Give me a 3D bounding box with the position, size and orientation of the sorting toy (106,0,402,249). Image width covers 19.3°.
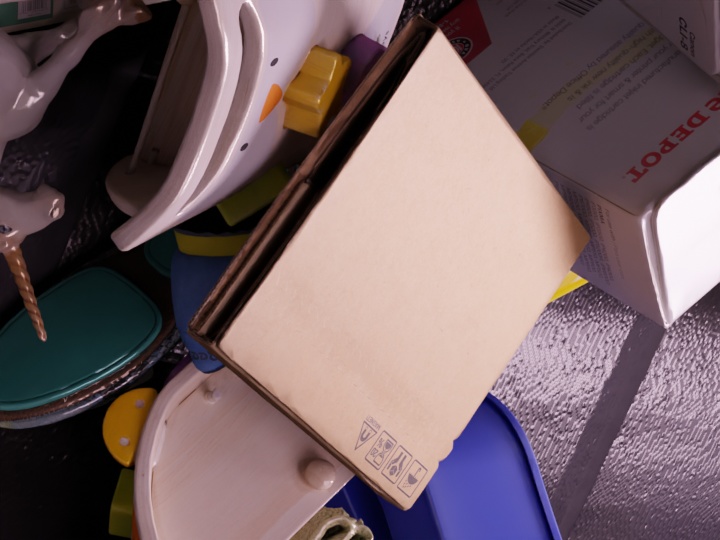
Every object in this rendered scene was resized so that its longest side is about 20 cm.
[{"bbox_3d":[-0.050,-0.087,0.880,0.180,0.106,0.201,-51,164,-65],"label":"sorting toy"}]

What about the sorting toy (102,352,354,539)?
[{"bbox_3d":[-0.064,0.100,1.071,0.200,0.107,0.180,-42,173,-25],"label":"sorting toy"}]

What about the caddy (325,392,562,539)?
[{"bbox_3d":[0.050,0.161,1.175,0.104,0.201,0.141,-3,157,-37],"label":"caddy"}]

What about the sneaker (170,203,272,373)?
[{"bbox_3d":[0.000,0.000,1.003,0.199,0.066,0.079,-13,105,-31],"label":"sneaker"}]

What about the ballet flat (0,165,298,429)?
[{"bbox_3d":[-0.102,0.018,1.034,0.200,0.074,0.074,-39,136,-15],"label":"ballet flat"}]

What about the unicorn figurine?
[{"bbox_3d":[-0.155,-0.082,0.887,0.137,0.074,0.200,-39,134,10],"label":"unicorn figurine"}]

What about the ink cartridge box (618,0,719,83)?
[{"bbox_3d":[0.217,-0.206,1.010,0.199,0.145,0.146,-33,144,-17],"label":"ink cartridge box"}]

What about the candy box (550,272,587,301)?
[{"bbox_3d":[0.158,-0.052,1.266,0.199,0.026,0.103,-26,133,-30],"label":"candy box"}]

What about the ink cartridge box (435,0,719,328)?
[{"bbox_3d":[0.130,-0.079,1.091,0.145,0.200,0.084,-39,136,-19],"label":"ink cartridge box"}]

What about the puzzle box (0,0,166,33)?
[{"bbox_3d":[-0.123,-0.176,0.920,0.199,0.025,0.134,-17,126,-37],"label":"puzzle box"}]

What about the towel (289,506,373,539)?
[{"bbox_3d":[-0.072,0.181,1.098,0.148,0.037,0.200,-41,180,-19],"label":"towel"}]

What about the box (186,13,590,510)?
[{"bbox_3d":[0.021,0.004,0.941,0.164,0.021,0.200,-55,144,-8],"label":"box"}]
